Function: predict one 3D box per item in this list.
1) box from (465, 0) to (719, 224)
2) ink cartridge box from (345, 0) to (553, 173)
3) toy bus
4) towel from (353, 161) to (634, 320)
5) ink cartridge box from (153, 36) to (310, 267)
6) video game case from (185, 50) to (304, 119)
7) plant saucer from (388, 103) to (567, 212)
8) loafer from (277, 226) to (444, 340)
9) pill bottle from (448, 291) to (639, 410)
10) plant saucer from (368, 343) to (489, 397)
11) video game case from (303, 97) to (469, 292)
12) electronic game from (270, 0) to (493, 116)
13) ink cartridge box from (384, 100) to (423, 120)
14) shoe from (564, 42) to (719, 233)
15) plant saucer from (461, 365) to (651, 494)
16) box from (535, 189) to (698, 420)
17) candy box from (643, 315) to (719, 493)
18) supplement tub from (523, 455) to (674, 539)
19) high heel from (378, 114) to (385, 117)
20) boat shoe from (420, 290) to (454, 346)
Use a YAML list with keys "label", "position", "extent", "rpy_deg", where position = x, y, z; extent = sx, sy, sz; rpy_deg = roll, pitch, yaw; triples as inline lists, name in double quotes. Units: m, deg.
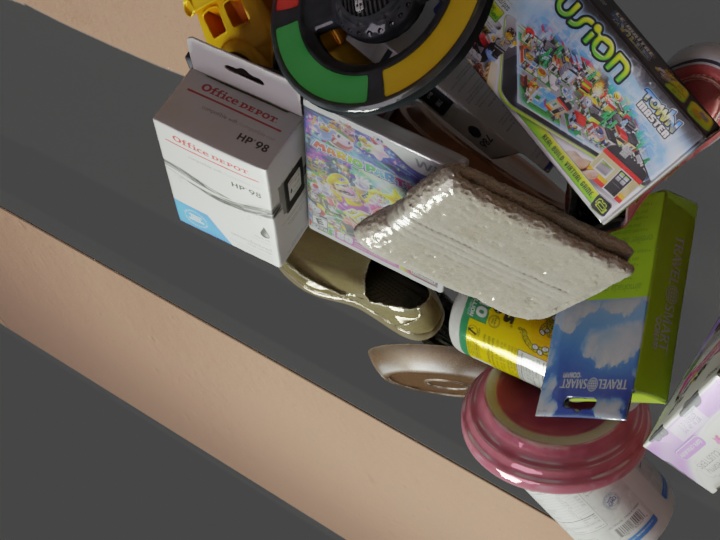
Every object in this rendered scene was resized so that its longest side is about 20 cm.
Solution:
- label: "box"
  position: [0.162, -0.146, 0.900]
  extent: [0.200, 0.035, 0.110]
  rpy_deg: [52, 129, 8]
- label: "ink cartridge box"
  position: [0.095, -0.167, 0.992]
  extent: [0.200, 0.099, 0.039]
  rpy_deg: [39, 154, 1]
- label: "toy bus"
  position: [-0.066, -0.247, 1.071]
  extent: [0.200, 0.136, 0.192]
  rpy_deg: [-5, 116, 54]
- label: "towel"
  position: [0.111, -0.021, 0.972]
  extent: [0.200, 0.035, 0.132]
  rpy_deg: [24, 146, -26]
- label: "ink cartridge box"
  position: [-0.110, -0.099, 1.046]
  extent: [0.116, 0.067, 0.200]
  rpy_deg: [25, 153, 15]
- label: "video game case"
  position: [-0.069, -0.110, 1.079]
  extent: [0.143, 0.019, 0.200]
  rpy_deg: [20, 151, 24]
- label: "plant saucer"
  position: [0.116, -0.090, 1.059]
  extent: [0.200, 0.032, 0.200]
  rpy_deg: [32, -164, -10]
- label: "loafer"
  position: [0.000, 0.000, 1.247]
  extent: [0.200, 0.076, 0.067]
  rpy_deg: [25, 152, 9]
- label: "pill bottle"
  position: [0.201, 0.067, 1.231]
  extent: [0.200, 0.113, 0.113]
  rpy_deg: [24, 152, 30]
- label: "plant saucer"
  position: [0.106, 0.125, 1.444]
  extent: [0.200, 0.032, 0.200]
  rpy_deg: [8, 165, 2]
- label: "video game case"
  position: [0.018, -0.063, 1.023]
  extent: [0.143, 0.018, 0.200]
  rpy_deg: [27, 154, 13]
- label: "electronic game"
  position: [0.014, -0.214, 0.923]
  extent: [0.200, 0.200, 0.042]
  rpy_deg: [20, 178, 35]
- label: "ink cartridge box"
  position: [0.025, -0.089, 1.242]
  extent: [0.147, 0.083, 0.200]
  rpy_deg: [23, 151, 32]
- label: "shoe"
  position: [0.229, -0.095, 0.939]
  extent: [0.071, 0.091, 0.200]
  rpy_deg: [38, 156, 0]
- label: "plant saucer"
  position: [0.206, 0.145, 1.265]
  extent: [0.200, 0.200, 0.051]
  rpy_deg: [24, 138, 30]
- label: "box"
  position: [0.223, 0.036, 1.046]
  extent: [0.048, 0.200, 0.122]
  rpy_deg: [20, 166, -28]
- label: "candy box"
  position: [0.321, 0.057, 0.941]
  extent: [0.071, 0.200, 0.168]
  rpy_deg: [34, 155, 9]
- label: "supplement tub"
  position: [0.263, 0.236, 1.415]
  extent: [0.200, 0.132, 0.132]
  rpy_deg: [47, 155, -14]
- label: "high heel"
  position: [-0.007, -0.112, 1.089]
  extent: [0.200, 0.067, 0.096]
  rpy_deg: [-19, 103, 53]
- label: "boat shoe"
  position: [0.067, 0.036, 1.425]
  extent: [0.200, 0.071, 0.064]
  rpy_deg: [35, 157, -12]
